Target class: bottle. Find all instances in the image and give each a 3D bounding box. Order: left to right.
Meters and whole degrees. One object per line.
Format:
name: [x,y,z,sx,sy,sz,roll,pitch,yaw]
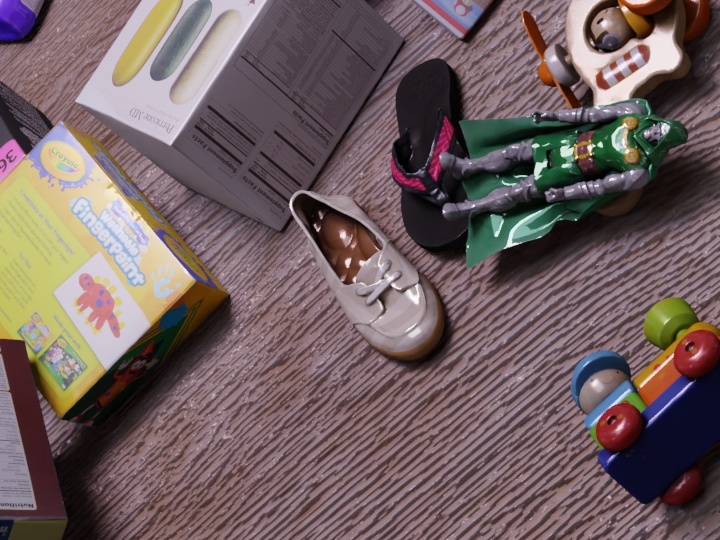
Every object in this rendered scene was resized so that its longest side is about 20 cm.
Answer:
bottle: [-0.342,-0.334,2.147,0.083,0.065,0.200,2,64,40]

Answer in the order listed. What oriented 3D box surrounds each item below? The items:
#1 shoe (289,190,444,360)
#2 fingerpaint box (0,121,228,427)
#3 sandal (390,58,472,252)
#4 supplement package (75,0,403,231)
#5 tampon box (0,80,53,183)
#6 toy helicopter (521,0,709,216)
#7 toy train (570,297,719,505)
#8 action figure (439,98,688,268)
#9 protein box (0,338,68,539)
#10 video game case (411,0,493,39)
shoe: [0.000,0.000,1.645,0.070,0.053,0.200,-45,43,7]
fingerpaint box: [-0.239,0.004,1.782,0.167,0.073,0.200,-46,67,7]
sandal: [0.052,-0.096,1.671,0.075,0.045,0.200,-28,48,23]
supplement package: [-0.102,-0.170,1.773,0.152,0.151,0.200,26,80,46]
tampon box: [-0.350,-0.076,1.937,0.150,0.126,0.200,-46,43,7]
toy helicopter: [0.184,-0.138,1.571,0.132,0.079,0.201,-3,73,31]
toy train: [0.231,0.053,1.404,0.200,0.085,0.116,-44,30,8]
action figure: [0.150,-0.080,1.531,0.200,0.055,0.118,-15,74,35]
protein box: [-0.341,0.191,1.690,0.199,0.135,0.200,-65,32,36]
video game case: [0.091,-0.313,1.724,0.200,0.143,0.017,-51,9,1]
